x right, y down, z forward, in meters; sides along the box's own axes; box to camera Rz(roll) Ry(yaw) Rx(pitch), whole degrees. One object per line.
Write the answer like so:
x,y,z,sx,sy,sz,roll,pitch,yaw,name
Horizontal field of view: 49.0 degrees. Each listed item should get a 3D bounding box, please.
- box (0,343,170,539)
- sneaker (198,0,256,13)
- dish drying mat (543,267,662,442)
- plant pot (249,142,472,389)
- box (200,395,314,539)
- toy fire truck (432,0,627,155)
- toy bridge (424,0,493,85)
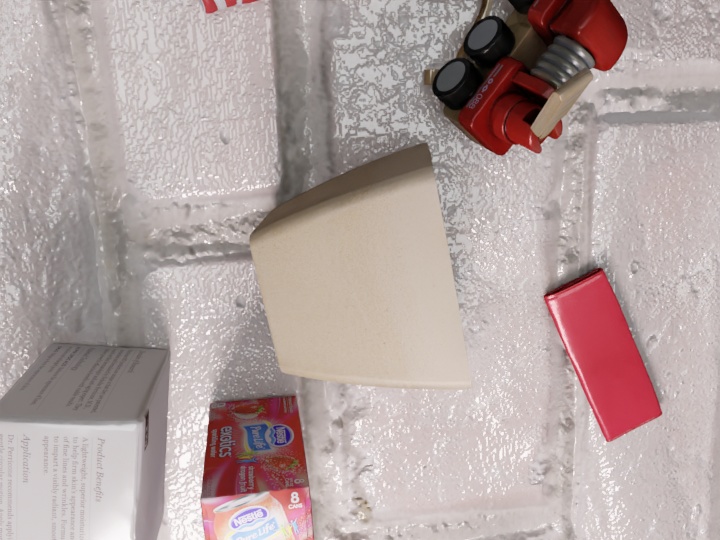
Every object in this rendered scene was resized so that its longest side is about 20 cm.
-0.263,0.196,0.766,0.130,0.200,0.201,4,102,-7,box
-0.148,-0.339,0.724,0.112,0.071,0.201,-25,107,-5,sneaker
0.281,0.099,0.912,0.076,0.018,0.201,-27,106,0,dish drying mat
0.000,0.000,0.769,0.176,0.200,0.201,-10,105,6,plant pot
-0.102,0.210,0.790,0.099,0.200,0.096,-4,106,-7,box
0.175,-0.186,0.719,0.128,0.200,0.176,34,97,-39,toy fire truck
0.100,-0.282,0.793,0.067,0.027,0.202,-2,104,-8,toy bridge
